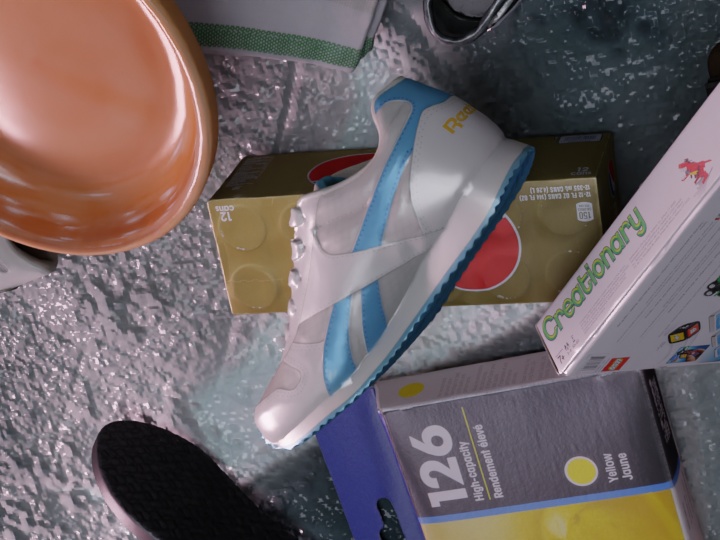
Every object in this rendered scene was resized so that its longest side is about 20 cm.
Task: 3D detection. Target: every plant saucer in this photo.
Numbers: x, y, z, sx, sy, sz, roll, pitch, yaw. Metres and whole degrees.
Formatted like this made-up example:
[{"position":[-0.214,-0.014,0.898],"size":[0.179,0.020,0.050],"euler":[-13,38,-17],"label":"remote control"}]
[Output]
[{"position":[-0.155,-0.096,0.826],"size":[0.200,0.037,0.200],"euler":[13,132,15],"label":"plant saucer"}]

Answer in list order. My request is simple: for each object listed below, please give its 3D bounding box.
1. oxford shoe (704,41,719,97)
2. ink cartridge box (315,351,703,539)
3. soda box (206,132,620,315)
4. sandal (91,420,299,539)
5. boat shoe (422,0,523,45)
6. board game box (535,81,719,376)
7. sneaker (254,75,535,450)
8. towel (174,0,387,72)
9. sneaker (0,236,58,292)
[{"position":[0.236,-0.139,0.781],"size":[0.200,0.073,0.084],"euler":[-29,87,24],"label":"oxford shoe"},{"position":[0.084,0.145,0.964],"size":[0.200,0.047,0.198],"euler":[-13,111,18],"label":"ink cartridge box"},{"position":[0.029,-0.023,0.888],"size":[0.200,0.064,0.068],"euler":[-2,115,17],"label":"soda box"},{"position":[-0.079,0.164,1.006],"size":[0.200,0.075,0.045],"euler":[39,130,-7],"label":"sandal"},{"position":[0.076,-0.194,0.791],"size":[0.074,0.068,0.199],"euler":[30,119,0],"label":"boat shoe"},{"position":[0.179,-0.025,0.792],"size":[0.200,0.126,0.035],"euler":[-58,46,43],"label":"board game box"},{"position":[0.000,0.000,0.836],"size":[0.081,0.077,0.200],"euler":[36,113,6],"label":"sneaker"},{"position":[-0.037,-0.170,0.786],"size":[0.149,0.031,0.200],"euler":[1,142,-22],"label":"towel"},{"position":[-0.208,-0.080,0.931],"size":[0.088,0.074,0.200],"euler":[-5,119,8],"label":"sneaker"}]
